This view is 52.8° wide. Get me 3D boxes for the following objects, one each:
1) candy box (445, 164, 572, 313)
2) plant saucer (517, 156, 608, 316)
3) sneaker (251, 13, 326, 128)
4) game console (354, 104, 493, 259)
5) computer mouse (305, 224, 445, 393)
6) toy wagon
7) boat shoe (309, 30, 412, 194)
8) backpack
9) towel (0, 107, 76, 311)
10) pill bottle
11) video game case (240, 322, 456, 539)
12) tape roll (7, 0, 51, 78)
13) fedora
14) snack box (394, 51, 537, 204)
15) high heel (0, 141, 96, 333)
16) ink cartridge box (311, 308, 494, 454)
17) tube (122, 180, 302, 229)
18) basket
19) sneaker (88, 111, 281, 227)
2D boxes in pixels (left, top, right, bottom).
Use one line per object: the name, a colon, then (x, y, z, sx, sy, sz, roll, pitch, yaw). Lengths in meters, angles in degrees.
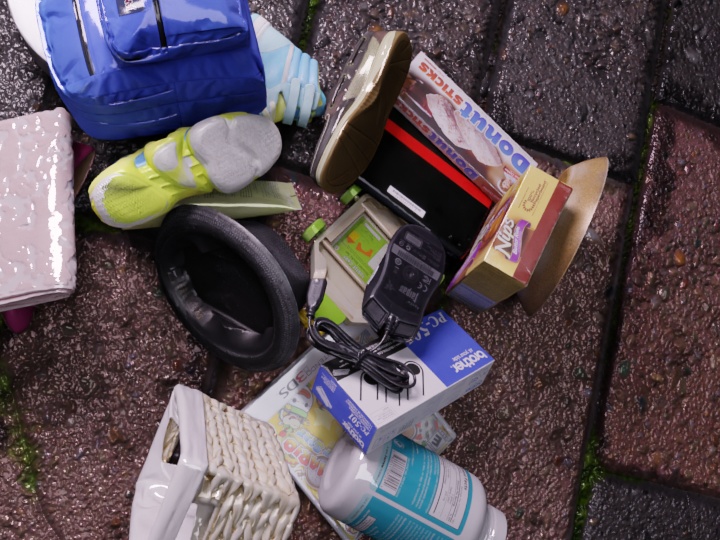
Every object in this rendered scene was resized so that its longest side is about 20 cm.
candy box: (0.161, -0.027, 0.820, 0.056, 0.200, 0.118, 29, 79, 0)
plant saucer: (0.225, -0.046, 0.848, 0.035, 0.200, 0.203, 24, 79, 4)
sneaker: (-0.111, -0.177, 0.823, 0.129, 0.079, 0.203, 27, 79, -10)
game console: (0.083, -0.136, 0.885, 0.198, 0.031, 0.179, 34, 69, -10)
computer mouse: (0.012, 0.025, 0.783, 0.139, 0.046, 0.203, 26, 57, -12)
toy wagon: (0.000, 0.000, 0.844, 0.155, 0.040, 0.200, 46, 69, -2)
boat shoe: (-0.007, -0.180, 0.818, 0.064, 0.073, 0.202, 21, 75, 32)
backpack: (-0.202, -0.228, 0.689, 0.196, 0.168, 0.166, -13, 77, -8)
towel: (-0.373, -0.055, 0.711, 0.187, 0.032, 0.204, -11, 70, 0)
pill bottle: (0.060, 0.252, 0.791, 0.198, 0.111, 0.112, 31, 78, -10)
video game case: (-0.011, 0.180, 0.847, 0.181, 0.023, 0.201, -41, 96, -15)
tape roll: (-0.276, -0.293, 0.794, 0.196, 0.066, 0.205, 1, 85, -16)
fedora: (-0.124, 0.006, 0.774, 0.091, 0.199, 0.202, -37, 95, -46)
snack box: (0.123, -0.169, 0.877, 0.199, 0.024, 0.072, 42, 66, -7)
high heel: (-0.325, -0.039, 0.753, 0.094, 0.067, 0.205, -3, 83, -5)
ink cartridge box: (0.050, 0.115, 0.796, 0.198, 0.045, 0.094, -19, 52, -42)
tube: (-0.167, -0.076, 0.808, 0.196, 0.052, 0.059, -6, 71, -14)
basket: (-0.146, 0.219, 0.710, 0.122, 0.200, 0.138, 22, 94, -19)
sneaker: (-0.181, -0.110, 0.730, 0.197, 0.105, 0.077, -24, 114, -23)
